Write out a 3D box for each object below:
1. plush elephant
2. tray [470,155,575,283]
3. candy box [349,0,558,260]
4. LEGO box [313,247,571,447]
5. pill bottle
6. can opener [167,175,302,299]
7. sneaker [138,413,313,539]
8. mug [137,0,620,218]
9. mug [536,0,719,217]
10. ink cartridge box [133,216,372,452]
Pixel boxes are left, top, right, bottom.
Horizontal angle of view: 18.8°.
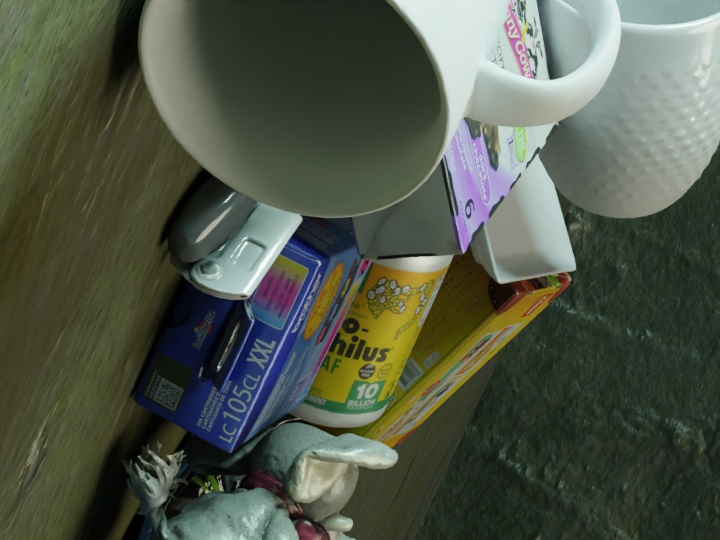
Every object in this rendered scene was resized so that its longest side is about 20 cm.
[{"bbox_3d":[-0.057,0.168,1.399,0.155,0.164,0.201,-29,114,-27],"label":"plush elephant"},{"bbox_3d":[0.109,-0.044,1.590,0.200,0.022,0.108,-7,80,-68],"label":"tray"},{"bbox_3d":[0.047,-0.125,1.314,0.200,0.071,0.168,-50,132,-56],"label":"candy box"},{"bbox_3d":[0.050,0.050,1.661,0.200,0.077,0.149,-44,168,17],"label":"LEGO box"},{"bbox_3d":[0.000,0.000,1.516,0.201,0.112,0.113,-66,170,25],"label":"pill bottle"},{"bbox_3d":[-0.046,-0.060,1.273,0.200,0.052,0.067,-55,168,-40],"label":"can opener"},{"bbox_3d":[-0.097,0.162,1.534,0.200,0.082,0.071,-59,170,-18],"label":"sneaker"},{"bbox_3d":[0.022,-0.126,1.000,0.176,0.199,0.148,-62,169,-45],"label":"mug"},{"bbox_3d":[0.174,-0.147,1.486,0.200,0.147,0.176,-115,-160,-47],"label":"mug"},{"bbox_3d":[-0.065,0.028,1.357,0.137,0.076,0.200,-65,169,13],"label":"ink cartridge box"}]
